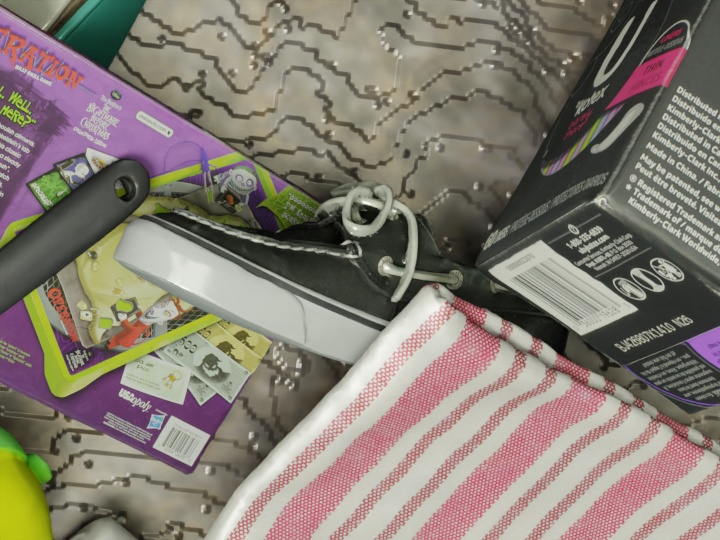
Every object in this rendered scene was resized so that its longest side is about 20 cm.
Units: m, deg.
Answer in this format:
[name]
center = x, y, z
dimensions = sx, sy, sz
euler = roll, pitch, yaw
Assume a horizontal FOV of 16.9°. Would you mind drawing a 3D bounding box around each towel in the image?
[towel]
center = 0.054, 0.101, 0.920
dimensions = 0.200, 0.030, 0.146
euler = 30, 108, -30

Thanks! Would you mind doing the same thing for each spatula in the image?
[spatula]
center = -0.152, 0.022, 0.848
dimensions = 0.200, 0.021, 0.057
euler = -37, 109, -17

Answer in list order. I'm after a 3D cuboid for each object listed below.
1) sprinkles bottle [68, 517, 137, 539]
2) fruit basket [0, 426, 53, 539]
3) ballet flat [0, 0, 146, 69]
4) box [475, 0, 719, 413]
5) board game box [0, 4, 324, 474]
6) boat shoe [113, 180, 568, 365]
[sprinkles bottle]
center = -0.051, 0.186, 0.944
dimensions = 0.200, 0.068, 0.068
euler = 45, 89, -9
[fruit basket]
center = -0.195, 0.139, 0.852
dimensions = 0.215, 0.155, 0.216
euler = -7, 76, 29
[ballet flat]
center = -0.151, -0.054, 0.914
dimensions = 0.069, 0.069, 0.200
euler = 31, 92, -9
[box]
center = 0.147, -0.064, 0.888
dimensions = 0.106, 0.122, 0.200
euler = 34, 70, -9
[board game box]
center = -0.109, -0.014, 0.893
dimensions = 0.200, 0.032, 0.120
euler = 32, 95, -37
[boat shoe]
center = 0.002, 0.001, 0.908
dimensions = 0.199, 0.074, 0.068
euler = 19, 90, -29
